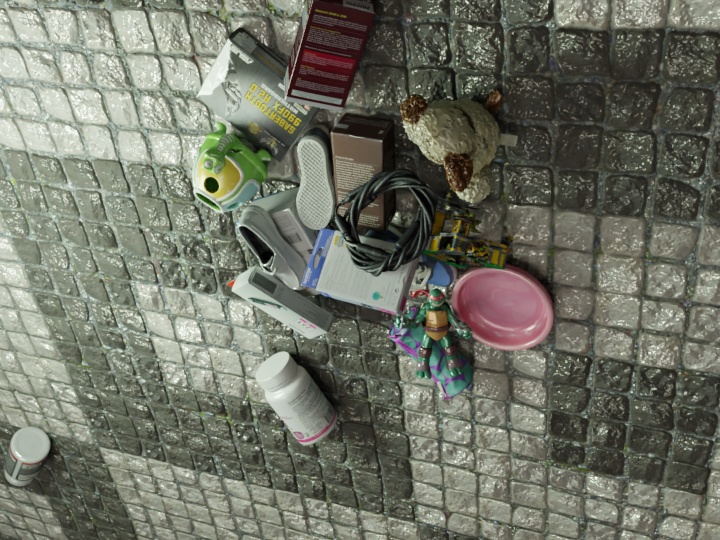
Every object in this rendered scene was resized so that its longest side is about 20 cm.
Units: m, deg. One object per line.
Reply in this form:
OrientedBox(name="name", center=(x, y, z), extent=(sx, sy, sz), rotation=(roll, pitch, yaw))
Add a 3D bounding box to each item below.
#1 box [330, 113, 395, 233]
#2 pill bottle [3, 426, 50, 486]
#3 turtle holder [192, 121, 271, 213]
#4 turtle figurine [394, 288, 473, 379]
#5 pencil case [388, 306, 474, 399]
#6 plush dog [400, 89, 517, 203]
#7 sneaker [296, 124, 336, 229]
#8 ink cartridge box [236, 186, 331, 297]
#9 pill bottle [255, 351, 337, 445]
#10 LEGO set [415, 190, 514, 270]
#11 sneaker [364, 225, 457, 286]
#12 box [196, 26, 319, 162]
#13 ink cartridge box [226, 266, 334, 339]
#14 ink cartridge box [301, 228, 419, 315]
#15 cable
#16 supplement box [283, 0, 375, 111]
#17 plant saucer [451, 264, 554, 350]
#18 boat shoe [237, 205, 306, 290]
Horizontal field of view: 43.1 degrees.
OrientedBox(name="box", center=(0.008, -0.175, 1.658), extent=(0.099, 0.075, 0.202), rotation=(12, 133, 17))
OrientedBox(name="pill bottle", center=(-1.010, 0.565, 2.750), extent=(0.115, 0.116, 0.200), rotation=(34, 134, -4))
OrientedBox(name="turtle holder", center=(-0.244, -0.182, 1.693), extent=(0.140, 0.133, 0.185), rotation=(37, 168, -21))
OrientedBox(name="turtle figurine", center=(0.147, 0.110, 1.755), extent=(0.147, 0.101, 0.203), rotation=(3, 120, 16))
OrientedBox(name="pencil case", center=(0.146, 0.172, 1.864), extent=(0.200, 0.093, 0.085), rotation=(48, 146, -14))
OrientedBox(name="plush dog", center=(0.151, -0.218, 1.467), extent=(0.201, 0.171, 0.161), rotation=(50, 121, 11))
OrientedBox(name="sneaker", center=(-0.075, -0.174, 1.691), extent=(0.077, 0.080, 0.202), rotation=(12, 130, 10))
OrientedBox(name="ink cartridge box", center=(-0.131, -0.052, 1.819), extent=(0.144, 0.085, 0.201), rotation=(-11, 123, 34))
OrientedBox(name="pill bottle", center=(-0.149, 0.292, 2.096), extent=(0.112, 0.114, 0.201), rotation=(-16, 118, 35))
OrientedBox(name="LEGO set", center=(0.182, -0.076, 1.624), extent=(0.152, 0.118, 0.200), rotation=(17, 174, -19))
OrientedBox(name="sneaker", center=(0.075, 0.005, 1.720), extent=(0.198, 0.147, 0.081), rotation=(31, 135, 1))
OrientedBox(name="box", center=(-0.181, -0.315, 1.649), extent=(0.199, 0.049, 0.158), rotation=(38, 133, -7))
OrientedBox(name="ink cartridge box", center=(-0.174, 0.075, 1.869), extent=(0.199, 0.044, 0.173), rotation=(33, 154, -18))
OrientedBox(name="ink cartridge box", center=(0.000, 0.000, 1.650), extent=(0.197, 0.121, 0.042), rotation=(14, 168, 22))
OrientedBox(name="cable", center=(0.048, -0.084, 1.582), extent=(0.198, 0.051, 0.166), rotation=(-23, 77, 27))
OrientedBox(name="supplement box", center=(-0.054, -0.367, 1.509), extent=(0.107, 0.062, 0.201), rotation=(8, 136, -16))
OrientedBox(name="plant saucer", center=(0.273, 0.062, 1.739), extent=(0.197, 0.051, 0.203), rotation=(14, 133, 16))
OrientedBox(name="boat shoe", center=(-0.168, -0.030, 1.746), extent=(0.071, 0.069, 0.202), rotation=(-7, 126, 32))
